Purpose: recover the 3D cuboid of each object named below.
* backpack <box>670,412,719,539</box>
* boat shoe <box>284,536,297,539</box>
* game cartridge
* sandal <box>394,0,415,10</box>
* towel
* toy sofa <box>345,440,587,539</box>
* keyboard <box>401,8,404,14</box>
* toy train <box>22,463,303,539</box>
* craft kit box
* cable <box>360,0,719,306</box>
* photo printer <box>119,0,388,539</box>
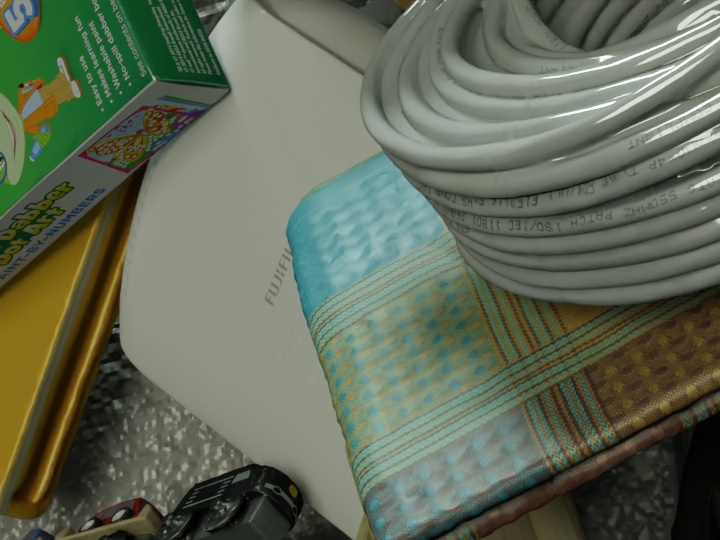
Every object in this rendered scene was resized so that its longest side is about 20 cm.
[{"bbox_3d":[0.183,0.045,0.729,0.154,0.200,0.191,32,99,-7],"label":"backpack"},{"bbox_3d":[-0.069,0.193,0.906,0.060,0.076,0.200,38,90,-13],"label":"boat shoe"},{"bbox_3d":[-0.171,-0.015,1.001,0.200,0.032,0.177,24,95,42],"label":"game cartridge"},{"bbox_3d":[-0.035,-0.120,0.844,0.212,0.078,0.070,40,84,15],"label":"sandal"},{"bbox_3d":[0.053,0.000,0.722,0.146,0.022,0.200,-29,30,6],"label":"towel"},{"bbox_3d":[0.033,0.131,0.796,0.097,0.200,0.083,-6,55,-17],"label":"toy sofa"},{"bbox_3d":[0.070,-0.087,0.847,0.200,0.040,0.105,-9,86,50],"label":"keyboard"},{"bbox_3d":[-0.093,0.107,0.918,0.200,0.034,0.046,-21,26,43],"label":"toy train"},{"bbox_3d":[-0.161,-0.100,0.937,0.197,0.048,0.201,-40,65,35],"label":"craft kit box"},{"bbox_3d":[0.100,-0.072,0.690,0.199,0.069,0.200,-8,36,40],"label":"cable"},{"bbox_3d":[0.000,0.000,0.882,0.200,0.069,0.167,36,115,29],"label":"photo printer"}]
